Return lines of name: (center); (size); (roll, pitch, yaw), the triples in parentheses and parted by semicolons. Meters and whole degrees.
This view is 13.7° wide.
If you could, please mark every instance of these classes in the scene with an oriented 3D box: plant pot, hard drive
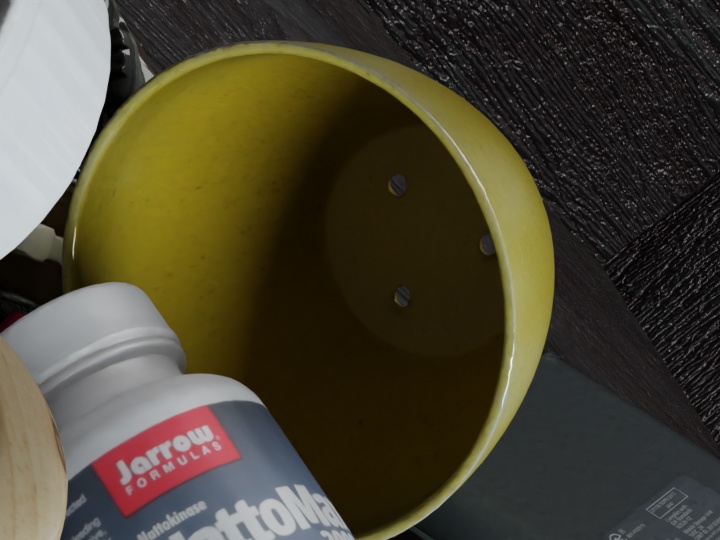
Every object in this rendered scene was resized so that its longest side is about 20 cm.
plant pot: (0.000, 0.000, 1.209); (0.200, 0.200, 0.142); (53, 27, 9)
hard drive: (0.117, 0.113, 1.264); (0.200, 0.033, 0.139); (33, 33, 21)

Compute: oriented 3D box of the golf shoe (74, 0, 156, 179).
golf shoe: (-0.103, -0.035, 1.358); (0.094, 0.077, 0.201); (48, 26, -68)

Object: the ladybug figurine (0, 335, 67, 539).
ladybug figurine: (-0.159, 0.063, 0.899); (0.135, 0.072, 0.200); (10, 27, -18)

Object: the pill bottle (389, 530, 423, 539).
pill bottle: (0.054, 0.120, 1.373); (0.114, 0.199, 0.114); (-175, -90, -90)

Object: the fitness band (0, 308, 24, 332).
fitness band: (-0.105, 0.075, 1.328); (0.144, 0.037, 0.200); (49, 8, -15)

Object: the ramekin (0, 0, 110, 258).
ramekin: (-0.185, -0.080, 1.048); (0.201, 0.200, 0.098); (57, 2, 32)

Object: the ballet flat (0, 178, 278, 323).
ballet flat: (-0.129, -0.008, 1.256); (0.199, 0.072, 0.072); (21, 13, -6)

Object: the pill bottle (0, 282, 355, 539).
pill bottle: (-0.067, 0.109, 1.110); (0.200, 0.119, 0.120); (54, 9, 21)
